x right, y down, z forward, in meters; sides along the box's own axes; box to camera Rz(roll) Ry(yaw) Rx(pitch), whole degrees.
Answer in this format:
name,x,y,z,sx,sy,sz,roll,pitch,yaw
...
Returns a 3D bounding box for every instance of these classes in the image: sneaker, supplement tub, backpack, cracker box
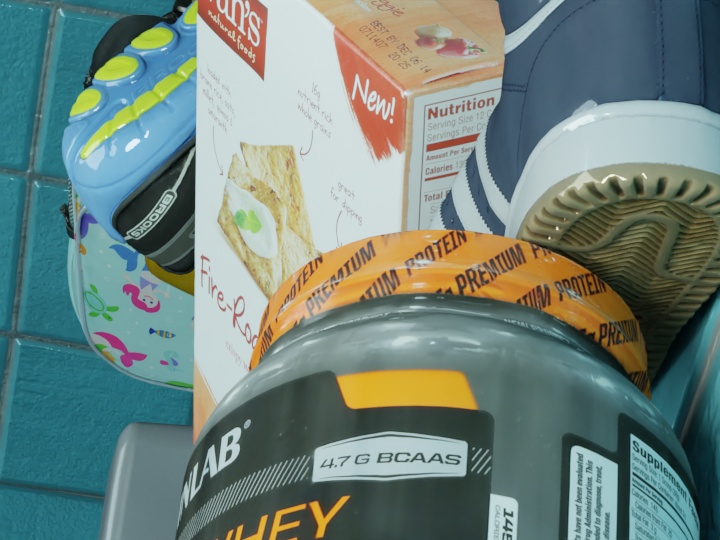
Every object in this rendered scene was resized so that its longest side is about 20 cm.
name,x,y,z,sx,sy,sz,roll,pitch,yaw
sneaker,-0.006,-0.071,0.955,0.071,0.199,0.083,49,172,51
supplement tub,0.014,0.098,0.624,0.123,0.122,0.201,106,171,-51
backpack,-0.071,-0.018,1.487,0.201,0.176,0.151,100,-178,-52
cracker box,0.000,0.000,0.869,0.134,0.057,0.201,44,140,49
sneaker,0.051,-0.032,0.730,0.200,0.070,0.109,127,148,-65

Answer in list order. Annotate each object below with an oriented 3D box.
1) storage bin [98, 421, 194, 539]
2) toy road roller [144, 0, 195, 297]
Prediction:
name,x,y,z,sx,sy,sz,roll,pitch,yaw
storage bin,-0.037,0.148,1.031,0.146,0.133,0.201,117,162,-73
toy road roller,-0.015,-0.059,1.064,0.200,0.122,0.147,107,-175,-73
